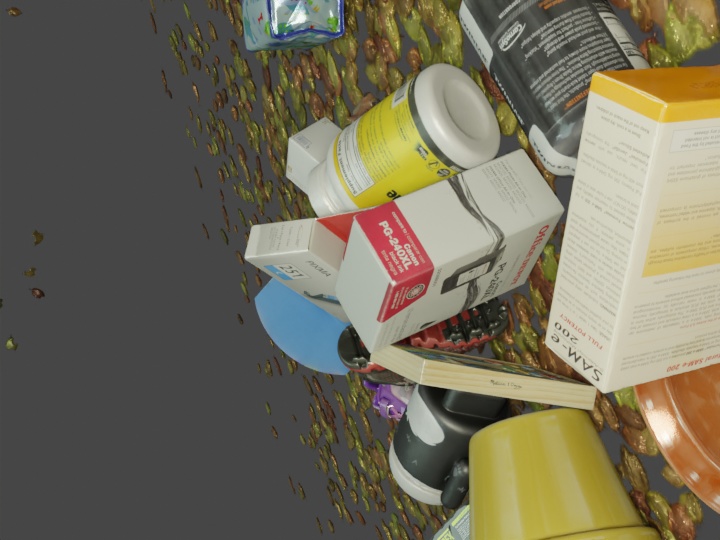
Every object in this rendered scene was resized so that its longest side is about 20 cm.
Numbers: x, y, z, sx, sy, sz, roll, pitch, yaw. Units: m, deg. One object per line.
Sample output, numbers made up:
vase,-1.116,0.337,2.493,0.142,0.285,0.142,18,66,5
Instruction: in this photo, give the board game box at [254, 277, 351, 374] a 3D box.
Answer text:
board game box,-0.038,0.042,1.222,0.158,0.039,0.200,41,125,-4

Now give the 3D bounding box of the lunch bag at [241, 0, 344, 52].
lunch bag,-0.099,-0.394,1.227,0.170,0.126,0.202,-158,64,-69

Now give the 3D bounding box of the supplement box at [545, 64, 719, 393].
supplement box,0.206,-0.030,0.633,0.074,0.125,0.202,44,136,52

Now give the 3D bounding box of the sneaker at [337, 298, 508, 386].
sneaker,0.076,0.083,1.094,0.098,0.199,0.071,68,-174,-54

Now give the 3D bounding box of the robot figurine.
robot figurine,0.111,0.197,1.156,0.124,0.150,0.201,34,126,19

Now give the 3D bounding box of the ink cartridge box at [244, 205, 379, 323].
ink cartridge box,0.000,0.000,1.051,0.175,0.200,0.045,-6,63,35

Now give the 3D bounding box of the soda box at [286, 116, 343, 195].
soda box,-0.001,-0.093,1.124,0.200,0.063,0.068,42,146,22

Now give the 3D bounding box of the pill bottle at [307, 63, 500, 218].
pill bottle,0.038,-0.117,0.980,0.199,0.112,0.113,-30,78,40

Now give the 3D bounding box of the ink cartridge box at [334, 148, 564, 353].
ink cartridge box,0.086,-0.019,0.932,0.084,0.199,0.146,58,158,23

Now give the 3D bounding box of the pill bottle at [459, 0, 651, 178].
pill bottle,0.164,-0.145,0.724,0.201,0.105,0.106,64,161,20

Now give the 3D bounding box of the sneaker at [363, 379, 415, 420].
sneaker,0.067,0.196,1.374,0.200,0.088,0.081,53,153,41

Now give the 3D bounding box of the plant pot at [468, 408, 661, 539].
plant pot,0.189,0.247,0.937,0.201,0.199,0.190,111,152,-63

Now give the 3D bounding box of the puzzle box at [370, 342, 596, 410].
puzzle box,0.124,0.106,0.968,0.133,0.198,0.026,-169,90,-68

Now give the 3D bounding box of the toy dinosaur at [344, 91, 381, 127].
toy dinosaur,0.019,-0.119,1.225,0.135,0.086,0.201,-41,82,38

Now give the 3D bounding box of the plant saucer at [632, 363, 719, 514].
plant saucer,0.286,0.102,0.739,0.201,0.032,0.201,56,158,38

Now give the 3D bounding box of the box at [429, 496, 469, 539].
box,0.175,0.334,1.098,0.161,0.044,0.201,54,124,30
